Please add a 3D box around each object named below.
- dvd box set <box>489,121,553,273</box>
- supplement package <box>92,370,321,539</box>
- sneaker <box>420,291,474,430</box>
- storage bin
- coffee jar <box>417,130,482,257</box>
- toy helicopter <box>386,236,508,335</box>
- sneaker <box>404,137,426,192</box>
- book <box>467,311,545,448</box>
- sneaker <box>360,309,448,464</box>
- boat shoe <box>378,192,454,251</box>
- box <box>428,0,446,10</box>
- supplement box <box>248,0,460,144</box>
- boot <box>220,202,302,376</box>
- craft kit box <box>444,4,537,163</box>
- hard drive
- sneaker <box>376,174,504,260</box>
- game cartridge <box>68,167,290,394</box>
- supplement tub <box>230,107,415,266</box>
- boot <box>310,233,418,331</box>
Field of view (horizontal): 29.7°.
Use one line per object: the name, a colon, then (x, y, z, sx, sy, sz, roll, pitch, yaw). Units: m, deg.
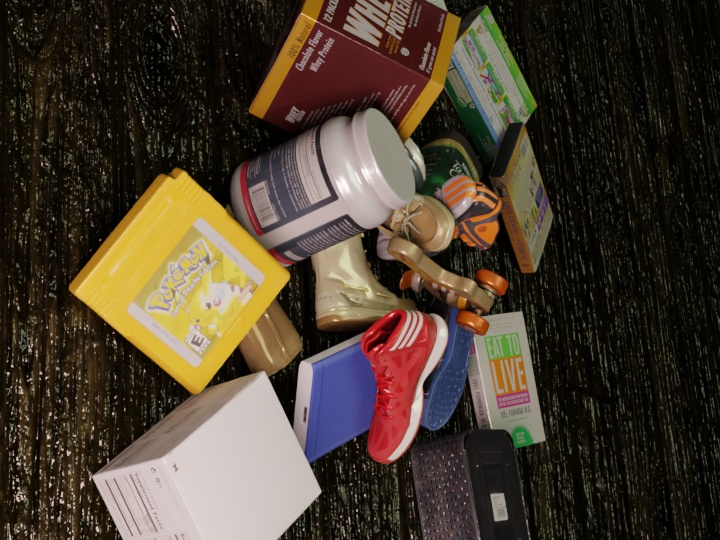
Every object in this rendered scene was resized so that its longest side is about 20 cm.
dvd box set: (0.265, -0.119, 2.220, 0.202, 0.029, 0.147, 66, 33, -36)
supplement package: (-0.159, 0.230, 1.455, 0.200, 0.110, 0.158, -39, 107, -53)
sneaker: (0.106, 0.123, 1.915, 0.070, 0.077, 0.203, 30, 74, -47)
storage bin: (0.155, 0.326, 1.863, 0.134, 0.093, 0.203, 9, 68, -52)
coffee jar: (0.113, -0.117, 2.003, 0.105, 0.084, 0.201, 55, 38, -23)
toy helicopter: (0.096, 0.005, 1.808, 0.199, 0.131, 0.080, 37, 76, -43)
sneaker: (0.005, -0.172, 1.883, 0.200, 0.077, 0.087, 44, 49, -7)
book: (0.211, 0.169, 2.058, 0.133, 0.048, 0.203, -4, 80, -51)
sneaker: (0.027, 0.139, 1.707, 0.115, 0.078, 0.203, 18, 91, -42)
boat shoe: (0.043, -0.078, 1.821, 0.062, 0.199, 0.074, 8, 102, -46)
box: (0.047, -0.420, 2.033, 0.124, 0.097, 0.203, -23, 95, -55)
supplement box: (-0.009, -0.263, 1.744, 0.198, 0.198, 0.134, 25, 50, -11)
boot: (-0.153, 0.041, 1.586, 0.175, 0.065, 0.202, -45, 114, -51)
craft kit box: (0.208, -0.312, 2.259, 0.202, 0.048, 0.198, 60, 39, -17)
hard drive: (-0.017, 0.152, 1.709, 0.199, 0.025, 0.134, -21, 122, -55)
sneaker: (0.118, -0.052, 1.875, 0.111, 0.199, 0.079, 24, 53, -36)
game cartridge: (-0.193, 0.012, 1.487, 0.177, 0.032, 0.200, -52, 126, -9)
supplement tub: (-0.047, -0.101, 1.658, 0.141, 0.198, 0.142, 48, 29, -38)
boot: (0.000, 0.000, 1.813, 0.199, 0.072, 0.158, 2, 73, -51)
